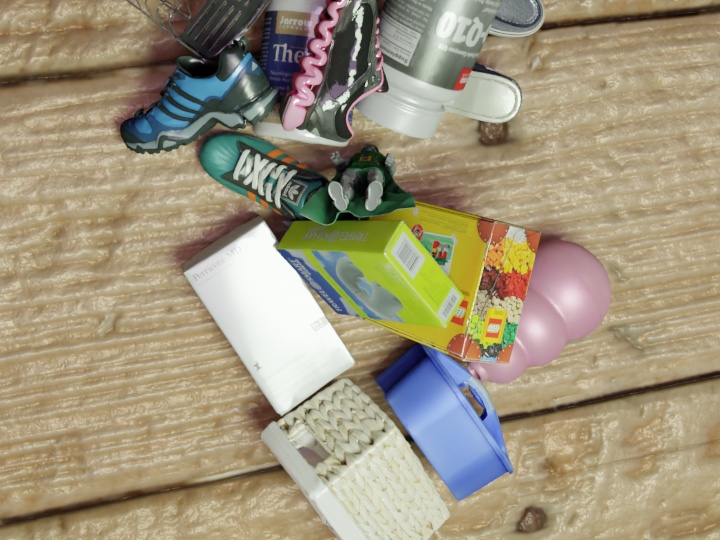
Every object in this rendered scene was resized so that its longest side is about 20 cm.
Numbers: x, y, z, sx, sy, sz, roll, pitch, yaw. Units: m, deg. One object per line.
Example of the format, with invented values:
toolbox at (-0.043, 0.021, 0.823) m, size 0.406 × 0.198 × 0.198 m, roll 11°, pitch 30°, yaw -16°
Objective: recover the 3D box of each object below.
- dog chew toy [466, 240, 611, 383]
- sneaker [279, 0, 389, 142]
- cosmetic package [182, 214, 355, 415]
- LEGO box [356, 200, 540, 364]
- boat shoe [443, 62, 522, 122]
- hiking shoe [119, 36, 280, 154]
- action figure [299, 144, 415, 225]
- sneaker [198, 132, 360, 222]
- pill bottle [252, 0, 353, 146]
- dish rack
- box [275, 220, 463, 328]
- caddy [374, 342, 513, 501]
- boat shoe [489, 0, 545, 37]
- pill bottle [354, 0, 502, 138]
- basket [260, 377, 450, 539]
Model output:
dog chew toy at (0.204, 0.056, 1.157) m, size 0.200 × 0.124 × 0.125 m, roll -41°, pitch 105°, yaw -16°
sneaker at (-0.007, -0.221, 0.989) m, size 0.095 × 0.079 × 0.201 m, roll 23°, pitch 103°, yaw -11°
cosmetic package at (-0.106, 0.048, 1.118) m, size 0.113 × 0.081 × 0.200 m, roll -35°, pitch 105°, yaw -4°
LEGO box at (0.088, 0.004, 1.088) m, size 0.077 × 0.200 × 0.150 m, roll 8°, pitch 98°, yaw -41°
boat shoe at (0.091, -0.225, 1.129) m, size 0.199 × 0.062 × 0.075 m, roll 14°, pitch 108°, yaw 6°
hiking shoe at (-0.181, -0.187, 1.035) m, size 0.199 × 0.074 × 0.087 m, roll -13°, pitch 119°, yaw 25°
action figure at (0.004, -0.104, 1.066) m, size 0.118 × 0.200 × 0.055 m, roll 1°, pitch 109°, yaw 4°
sneaker at (-0.087, -0.099, 1.100) m, size 0.199 × 0.080 × 0.072 m, roll 24°, pitch 92°, yaw -15°
pill bottle at (-0.054, -0.242, 1.071) m, size 0.110 × 0.111 × 0.201 m, roll 6°, pitch 97°, yaw -13°
dish rack at (-0.190, -0.327, 1.029) m, size 0.200 × 0.055 × 0.154 m, roll 38°, pitch 90°, yaw 8°
box at (0.000, 0.000, 1.038) m, size 0.122 × 0.200 × 0.048 m, roll 49°, pitch 62°, yaw -32°
caddy at (0.107, 0.171, 1.155) m, size 0.105 × 0.141 × 0.200 m, roll -35°, pitch 105°, yaw -1°
boat shoe at (0.135, -0.328, 1.111) m, size 0.199 × 0.093 × 0.075 m, roll 21°, pitch 93°, yaw -15°
pill bottle at (0.074, -0.250, 1.030) m, size 0.113 × 0.114 × 0.201 m, roll 17°, pitch 114°, yaw -14°
basket at (-0.001, 0.239, 1.117) m, size 0.123 × 0.135 × 0.200 m, roll -38°, pitch 129°, yaw -12°
